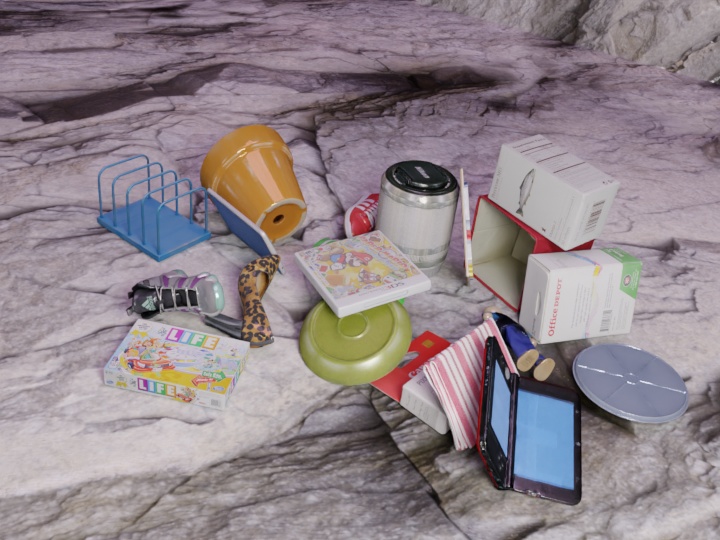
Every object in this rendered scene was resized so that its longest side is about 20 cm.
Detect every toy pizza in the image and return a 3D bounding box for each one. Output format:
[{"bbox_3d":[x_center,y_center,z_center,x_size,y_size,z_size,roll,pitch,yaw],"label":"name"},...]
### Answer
[{"bbox_3d":[0.461,0.197,1.365,0.196,0.032,0.202,5,33,-3],"label":"toy pizza"}]

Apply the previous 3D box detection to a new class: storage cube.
[{"bbox_3d":[0.338,-0.053,1.587,0.177,0.174,0.200,-13,38,-29],"label":"storage cube"}]

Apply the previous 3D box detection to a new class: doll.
[{"bbox_3d":[0.265,0.113,1.406,0.135,0.049,0.200,30,13,-24],"label":"doll"}]

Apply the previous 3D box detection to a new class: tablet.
[{"bbox_3d":[-0.223,-0.078,1.557,0.014,0.131,0.199,-40,52,-15],"label":"tablet"}]

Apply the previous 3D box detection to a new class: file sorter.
[{"bbox_3d":[-0.417,-0.133,1.598,0.198,0.125,0.138,28,37,29],"label":"file sorter"}]

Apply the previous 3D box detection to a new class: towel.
[{"bbox_3d":[0.183,0.175,1.256,0.030,0.149,0.199,-20,4,43],"label":"towel"}]

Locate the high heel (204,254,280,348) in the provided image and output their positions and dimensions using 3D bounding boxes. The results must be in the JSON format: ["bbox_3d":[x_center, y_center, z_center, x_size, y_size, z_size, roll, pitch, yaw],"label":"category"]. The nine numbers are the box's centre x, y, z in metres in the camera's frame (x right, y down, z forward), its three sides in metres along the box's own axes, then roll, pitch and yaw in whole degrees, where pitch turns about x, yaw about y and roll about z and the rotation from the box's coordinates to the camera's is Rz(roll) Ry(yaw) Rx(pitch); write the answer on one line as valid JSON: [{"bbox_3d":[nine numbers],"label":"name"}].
[{"bbox_3d":[-0.163,0.053,1.406,0.141,0.072,0.201,19,51,28],"label":"high heel"}]

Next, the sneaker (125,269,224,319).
[{"bbox_3d":[-0.326,0.051,1.342,0.138,0.079,0.198,-17,13,-39],"label":"sneaker"}]

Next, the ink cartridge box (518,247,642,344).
[{"bbox_3d":[0.404,0.044,1.470,0.196,0.148,0.088,-6,24,-19],"label":"ink cartridge box"}]

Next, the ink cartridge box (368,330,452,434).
[{"bbox_3d":[0.129,0.166,1.332,0.175,0.045,0.199,30,39,28],"label":"ink cartridge box"}]

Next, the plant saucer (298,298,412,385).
[{"bbox_3d":[-0.011,0.100,1.348,0.196,0.031,0.203,-5,51,6],"label":"plant saucer"}]

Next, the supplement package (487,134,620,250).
[{"bbox_3d":[0.353,-0.148,1.470,0.116,0.119,0.199,-19,44,-35],"label":"supplement package"}]

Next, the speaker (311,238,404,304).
[{"bbox_3d":[-0.010,0.016,1.492,0.088,0.090,0.199,-24,44,-39],"label":"speaker"}]

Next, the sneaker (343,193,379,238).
[{"bbox_3d":[0.039,-0.121,1.689,0.110,0.072,0.201,-11,25,24],"label":"sneaker"}]

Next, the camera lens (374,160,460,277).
[{"bbox_3d":[0.110,-0.106,1.593,0.156,0.203,0.161,5,33,-3],"label":"camera lens"}]

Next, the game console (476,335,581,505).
[{"bbox_3d":[0.253,0.217,1.177,0.116,0.174,0.202,-9,44,23],"label":"game console"}]

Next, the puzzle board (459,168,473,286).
[{"bbox_3d":[0.205,-0.079,1.532,0.017,0.205,0.151,-4,-8,7],"label":"puzzle board"}]

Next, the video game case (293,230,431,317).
[{"bbox_3d":[0.000,0.000,1.410,0.179,0.023,0.200,-16,35,-22],"label":"video game case"}]

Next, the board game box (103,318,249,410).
[{"bbox_3d":[-0.291,0.148,1.279,0.196,0.035,0.135,11,33,5],"label":"board game box"}]

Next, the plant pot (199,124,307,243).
[{"bbox_3d":[-0.204,-0.163,1.643,0.197,0.202,0.184,-16,54,-32],"label":"plant pot"}]
